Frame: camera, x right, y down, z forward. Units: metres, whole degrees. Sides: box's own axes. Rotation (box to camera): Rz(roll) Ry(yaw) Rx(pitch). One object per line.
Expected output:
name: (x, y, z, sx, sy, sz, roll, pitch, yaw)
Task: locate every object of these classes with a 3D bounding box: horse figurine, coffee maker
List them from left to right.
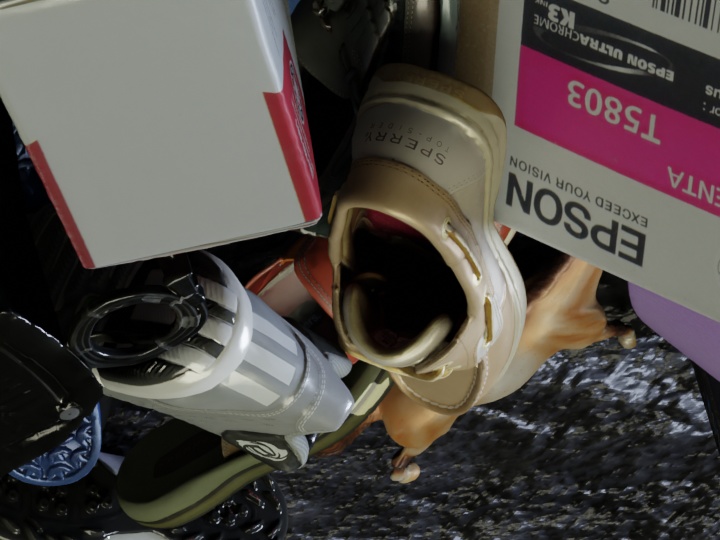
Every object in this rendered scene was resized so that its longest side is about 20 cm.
coffee maker: (-0.165, -0.028, 0.978, 0.192, 0.200, 0.135, -12, 148, -6)
horse figurine: (0.057, 0.042, 1.288, 0.200, 0.050, 0.133, -29, 161, -1)

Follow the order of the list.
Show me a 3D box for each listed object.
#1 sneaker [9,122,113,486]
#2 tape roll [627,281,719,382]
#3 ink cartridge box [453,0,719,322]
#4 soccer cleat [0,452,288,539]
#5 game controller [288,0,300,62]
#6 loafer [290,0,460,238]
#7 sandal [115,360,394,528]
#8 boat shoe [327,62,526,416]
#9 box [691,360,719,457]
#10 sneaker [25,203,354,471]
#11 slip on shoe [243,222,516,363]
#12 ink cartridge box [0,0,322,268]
sneaker: (-0.130, -0.008, 1.157, 0.070, 0.078, 0.200, 7, 123, -6)
tape roll: (0.202, -0.040, 1.133, 0.200, 0.066, 0.200, -37, 150, -26)
ink cartridge box: (0.130, -0.072, 0.982, 0.075, 0.200, 0.165, -33, 137, -43)
soccer cleat: (-0.136, 0.119, 1.352, 0.200, 0.068, 0.073, 10, 155, -31)
game controller: (-0.009, -0.106, 1.065, 0.104, 0.042, 0.200, -22, 147, 14)
loafer: (-0.002, -0.074, 1.029, 0.063, 0.072, 0.200, -7, 145, -10)
sandal: (-0.046, 0.053, 1.268, 0.201, 0.080, 0.057, -35, 116, 22)
boat shoe: (0.018, 0.005, 1.027, 0.074, 0.069, 0.200, 17, 150, 18)
box: (0.230, 0.075, 1.284, 0.122, 0.200, 0.106, -16, 147, 5)
sneaker: (-0.071, 0.036, 1.043, 0.115, 0.075, 0.200, 31, 172, -31)
slip on shoe: (0.000, 0.000, 1.177, 0.200, 0.074, 0.061, -41, 180, 21)
ink cartridge box: (-0.075, -0.125, 0.864, 0.083, 0.200, 0.146, -12, 148, 4)
